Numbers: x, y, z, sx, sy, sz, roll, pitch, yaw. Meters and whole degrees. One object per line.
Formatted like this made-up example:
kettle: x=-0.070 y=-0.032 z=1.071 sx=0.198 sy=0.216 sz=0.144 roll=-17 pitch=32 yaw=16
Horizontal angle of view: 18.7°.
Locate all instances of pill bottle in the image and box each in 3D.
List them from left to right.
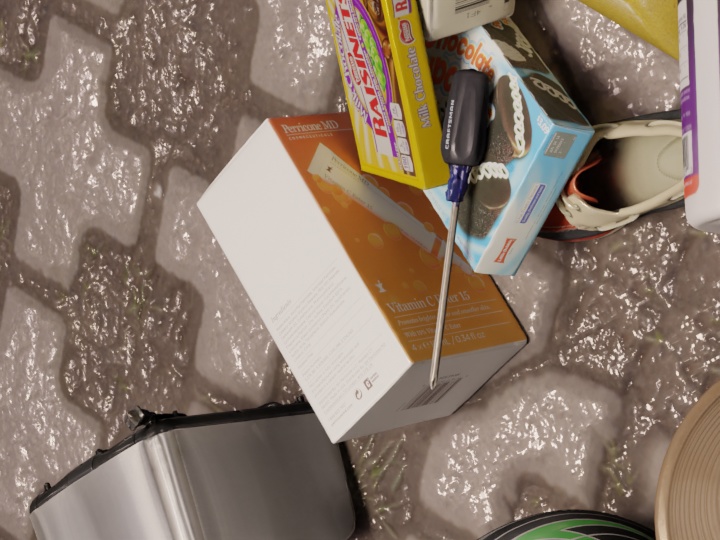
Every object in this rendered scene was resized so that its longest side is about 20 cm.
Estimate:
pill bottle: x=0.237 y=-0.126 z=1.244 sx=0.111 sy=0.111 sz=0.202 roll=-7 pitch=81 yaw=44

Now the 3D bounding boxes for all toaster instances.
toaster: x=-0.126 y=0.177 z=1.583 sx=0.180 sy=0.199 sz=0.119 roll=-34 pitch=69 yaw=40

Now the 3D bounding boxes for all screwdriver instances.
screwdriver: x=0.054 y=-0.027 z=1.372 sx=0.029 sy=0.028 sz=0.202 roll=12 pitch=92 yaw=29

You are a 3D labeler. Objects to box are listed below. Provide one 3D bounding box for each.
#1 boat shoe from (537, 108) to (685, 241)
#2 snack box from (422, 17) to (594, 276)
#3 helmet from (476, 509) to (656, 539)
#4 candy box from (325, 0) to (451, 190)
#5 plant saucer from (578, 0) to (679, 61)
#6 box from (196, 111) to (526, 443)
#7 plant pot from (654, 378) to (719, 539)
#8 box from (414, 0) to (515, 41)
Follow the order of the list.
boat shoe: x=0.158 y=-0.058 z=1.371 sx=0.199 sy=0.062 sz=0.072 roll=-12 pitch=90 yaw=45
snack box: x=0.072 y=-0.104 z=1.424 sx=0.117 sy=0.037 sz=0.200 roll=-63 pitch=37 yaw=29
helmet: x=0.129 y=0.242 z=1.347 sx=0.190 sy=0.199 sz=0.201 roll=35 pitch=119 yaw=29
candy box: x=0.009 y=-0.155 z=1.403 sx=0.102 sy=0.026 sz=0.202 roll=-155 pitch=50 yaw=-66
plant saucer: x=0.155 y=-0.258 z=1.354 sx=0.200 sy=0.048 sz=0.201 roll=36 pitch=119 yaw=34
box: x=0.000 y=0.000 z=1.487 sx=0.098 sy=0.124 sz=0.201 roll=-46 pitch=66 yaw=37
plant pot: x=0.257 y=0.133 z=1.227 sx=0.199 sy=0.093 sz=0.203 roll=-5 pitch=75 yaw=19
box: x=0.024 y=-0.240 z=1.424 sx=0.200 sy=0.068 sz=0.083 roll=51 pitch=152 yaw=41
